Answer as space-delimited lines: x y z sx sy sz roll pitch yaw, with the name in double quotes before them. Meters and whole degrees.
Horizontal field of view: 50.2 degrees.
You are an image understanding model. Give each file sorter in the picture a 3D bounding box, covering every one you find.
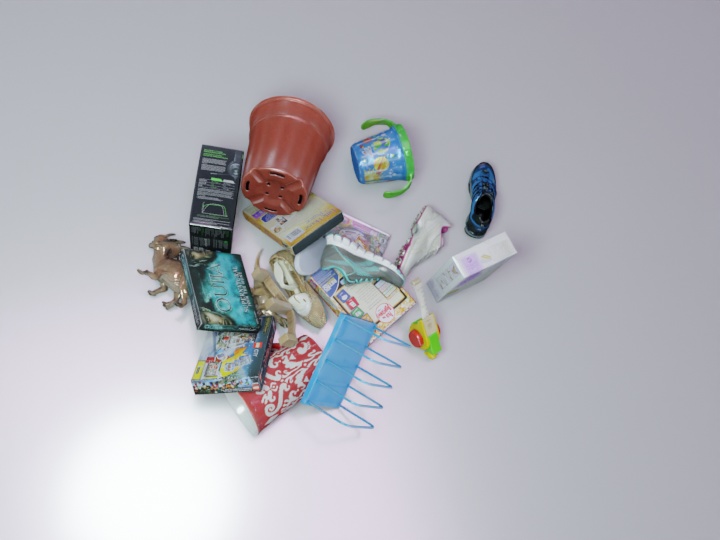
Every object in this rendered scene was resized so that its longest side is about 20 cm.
"file sorter" -0.004 0.211 1.574 0.122 0.139 0.201 26 92 32

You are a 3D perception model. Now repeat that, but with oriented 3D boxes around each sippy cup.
"sippy cup" 0.048 -0.265 1.816 0.129 0.140 0.178 -16 36 -6

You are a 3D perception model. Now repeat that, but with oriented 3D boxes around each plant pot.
"plant pot" -0.169 -0.242 1.690 0.199 0.201 0.196 15 53 -7

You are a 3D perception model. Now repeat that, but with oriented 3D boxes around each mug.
"mug" -0.181 0.212 1.599 0.199 0.133 0.178 -31 82 -23

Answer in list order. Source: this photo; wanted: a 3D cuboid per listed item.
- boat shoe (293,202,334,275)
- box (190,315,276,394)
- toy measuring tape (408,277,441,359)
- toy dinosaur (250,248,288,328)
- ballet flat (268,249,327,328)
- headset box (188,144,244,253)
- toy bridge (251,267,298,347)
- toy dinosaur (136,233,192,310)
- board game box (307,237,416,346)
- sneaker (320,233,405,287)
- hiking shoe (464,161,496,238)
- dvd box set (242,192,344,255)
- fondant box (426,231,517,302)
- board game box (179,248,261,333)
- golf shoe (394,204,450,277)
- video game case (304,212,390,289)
"boat shoe" -0.110 -0.065 1.729 0.074 0.065 0.201 49 47 -27
"box" -0.254 0.169 1.564 0.136 0.038 0.200 -4 33 6
"toy measuring tape" 0.132 0.107 1.712 0.073 0.073 0.201 -24 110 -19
"toy dinosaur" -0.223 0.056 1.691 0.101 0.058 0.201 -12 66 -33
"ballet flat" -0.145 0.045 1.691 0.065 0.070 0.201 -10 62 -54
"headset box" -0.312 -0.153 1.668 0.092 0.174 0.201 7 69 -9
"toy bridge" -0.173 0.077 1.632 0.027 0.067 0.201 -40 55 20
"toy dinosaur" -0.389 0.005 1.650 0.200 0.086 0.136 41 61 -3
"board game box" 0.003 0.049 1.718 0.151 0.046 0.200 -39 83 -21
"sneaker" 0.000 0.000 1.680 0.199 0.078 0.092 27 82 1
"hiking shoe" 0.303 -0.179 1.858 0.074 0.087 0.201 10 70 -9
"dvd box set" -0.151 -0.123 1.711 0.146 0.030 0.200 -38 47 -21
"fondant box" 0.246 -0.005 1.726 0.144 0.200 0.059 -25 78 -18
"board game box" -0.292 0.042 1.592 0.135 0.028 0.201 6 46 -34
"golf shoe" 0.146 -0.056 1.792 0.091 0.075 0.201 29 69 -5
"video game case" -0.030 -0.025 1.770 0.142 0.018 0.201 25 69 -4
